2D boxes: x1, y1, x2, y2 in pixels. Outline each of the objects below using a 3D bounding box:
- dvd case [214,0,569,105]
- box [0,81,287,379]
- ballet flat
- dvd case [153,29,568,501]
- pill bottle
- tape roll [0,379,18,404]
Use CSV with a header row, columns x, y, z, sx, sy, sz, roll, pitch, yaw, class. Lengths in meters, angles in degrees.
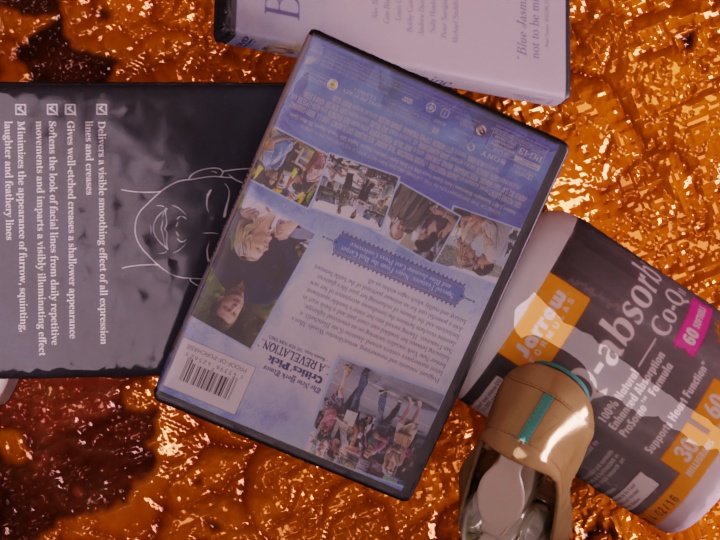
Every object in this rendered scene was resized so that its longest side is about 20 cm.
x,y,z,sx,sy,sz,roll,pitch,yaw,class
0.020,-0.170,1.116,0.199,0.018,0.144,8,74,-25,dvd case
-0.101,-0.023,1.135,0.199,0.107,0.150,0,93,-11,box
0.075,0.118,1.118,0.068,0.200,0.063,25,59,15,ballet flat
0.000,0.000,1.075,0.142,0.018,0.201,23,98,-10,dvd case
0.115,0.041,1.146,0.199,0.116,0.117,33,94,-1,pill bottle
-0.276,0.008,1.195,0.201,0.037,0.204,0,93,2,tape roll
